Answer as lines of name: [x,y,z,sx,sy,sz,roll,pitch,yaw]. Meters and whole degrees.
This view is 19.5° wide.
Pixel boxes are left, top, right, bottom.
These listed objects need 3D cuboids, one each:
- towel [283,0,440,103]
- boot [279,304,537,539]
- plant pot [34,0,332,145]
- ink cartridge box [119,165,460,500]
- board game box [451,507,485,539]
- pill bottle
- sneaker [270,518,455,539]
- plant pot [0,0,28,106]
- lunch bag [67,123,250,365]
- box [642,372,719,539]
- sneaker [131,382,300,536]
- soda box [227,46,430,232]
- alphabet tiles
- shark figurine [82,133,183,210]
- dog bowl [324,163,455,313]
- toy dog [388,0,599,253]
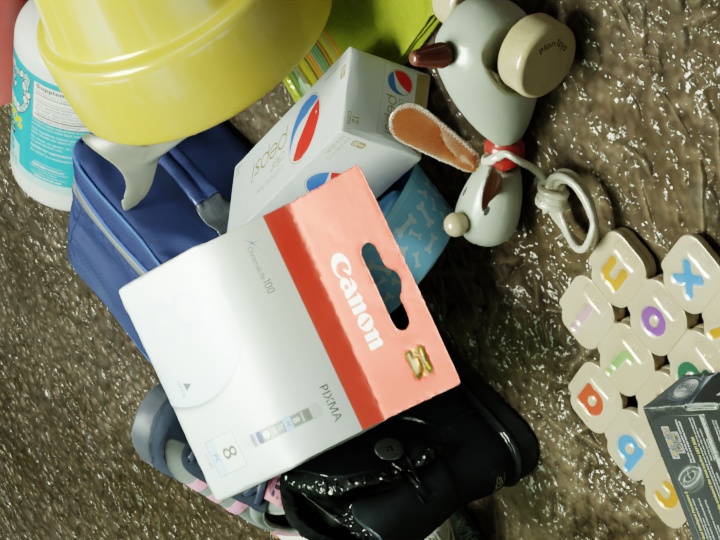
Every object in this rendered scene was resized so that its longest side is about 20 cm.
towel: [-0.005,-0.163,1.440,0.086,0.018,0.200,57,147,8]
boot: [0.004,0.113,1.483,0.200,0.167,0.077,43,141,30]
plant pot: [-0.144,-0.218,1.377,0.200,0.201,0.190,24,153,45]
ink cartridge box: [-0.050,0.044,1.383,0.199,0.047,0.161,-27,86,35]
board game box: [0.026,0.184,1.634,0.201,0.028,0.135,55,148,13]
pill bottle: [-0.224,-0.152,1.675,0.111,0.110,0.201,43,142,28]
sneaker: [0.000,0.178,1.585,0.199,0.077,0.083,18,117,39]
plant pot: [-0.342,-0.236,1.732,0.200,0.200,0.178,28,144,42]
lunch bag: [-0.138,-0.038,1.609,0.200,0.135,0.133,46,144,27]
box: [0.268,0.156,1.229,0.160,0.043,0.202,-9,108,52]
sneaker: [-0.085,0.137,1.495,0.082,0.071,0.200,22,170,34]
soda box: [-0.025,-0.075,1.457,0.200,0.063,0.069,-41,38,55]
alphabet tiles: [0.204,0.071,1.309,0.200,0.015,0.196,52,144,18]
shark figurine: [-0.111,-0.148,1.528,0.127,0.217,0.090,7,165,21]
dog bowl: [0.000,0.000,1.464,0.049,0.112,0.200,38,145,-10]
toy dog: [0.069,-0.092,1.305,0.132,0.096,0.202,25,131,54]
